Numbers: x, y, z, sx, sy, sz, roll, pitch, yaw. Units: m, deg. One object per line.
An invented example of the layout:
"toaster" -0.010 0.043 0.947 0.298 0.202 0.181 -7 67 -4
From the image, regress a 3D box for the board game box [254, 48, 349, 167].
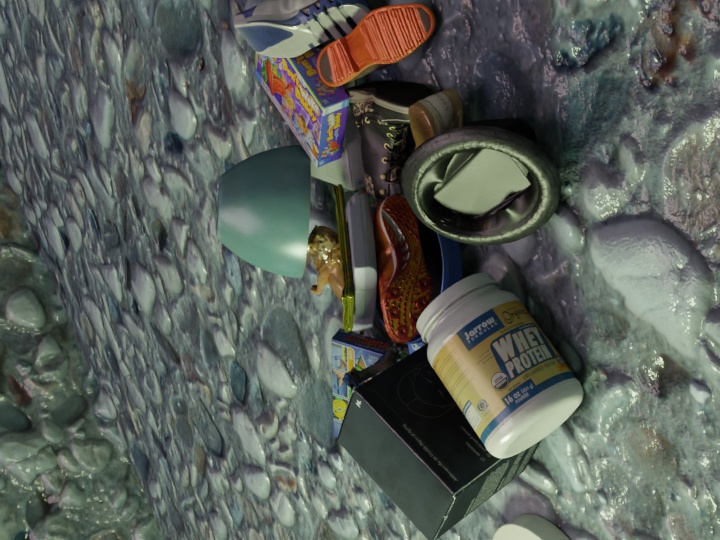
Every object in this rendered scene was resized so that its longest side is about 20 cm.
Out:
"board game box" -0.089 -0.270 1.658 0.201 0.044 0.135 57 157 25

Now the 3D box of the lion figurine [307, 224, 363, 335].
"lion figurine" -0.027 0.028 1.821 0.201 0.072 0.123 52 149 17

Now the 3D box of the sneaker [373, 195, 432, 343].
"sneaker" 0.055 0.001 1.540 0.077 0.072 0.203 123 148 -68

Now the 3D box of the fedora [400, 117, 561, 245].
"fedora" 0.148 -0.122 1.359 0.197 0.092 0.202 11 140 9

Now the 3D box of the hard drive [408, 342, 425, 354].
"hard drive" 0.124 0.201 1.710 0.131 0.025 0.203 27 131 51

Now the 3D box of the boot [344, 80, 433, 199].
"boot" 0.047 -0.175 1.548 0.199 0.072 0.153 23 126 58

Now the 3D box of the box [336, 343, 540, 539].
"box" 0.110 0.218 1.537 0.200 0.195 0.125 44 139 24

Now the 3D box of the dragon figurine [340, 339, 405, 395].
"dragon figurine" 0.027 0.154 1.647 0.059 0.099 0.200 55 180 12

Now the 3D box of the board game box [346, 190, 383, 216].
"board game box" 0.015 -0.019 1.739 0.158 0.039 0.203 -27 84 61

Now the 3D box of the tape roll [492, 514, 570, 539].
"tape roll" 0.262 0.448 1.622 0.202 0.037 0.205 38 138 43

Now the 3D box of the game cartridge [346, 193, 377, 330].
"game cartridge" 0.000 0.000 1.609 0.201 0.040 0.135 94 175 -63

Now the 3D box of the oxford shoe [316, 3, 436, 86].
"oxford shoe" 0.031 -0.305 1.506 0.198 0.072 0.072 -15 95 42

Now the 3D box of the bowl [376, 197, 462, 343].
"bowl" 0.078 0.000 1.592 0.200 0.039 0.204 4 94 61

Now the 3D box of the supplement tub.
"supplement tub" 0.174 0.119 1.448 0.201 0.143 0.145 55 149 22

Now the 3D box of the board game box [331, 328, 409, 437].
"board game box" 0.020 0.199 1.819 0.134 0.034 0.203 16 126 22

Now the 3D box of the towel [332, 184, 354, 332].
"towel" -0.026 -0.019 1.600 0.087 0.018 0.202 93 173 -53

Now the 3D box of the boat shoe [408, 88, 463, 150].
"boat shoe" 0.110 -0.157 1.458 0.074 0.069 0.201 50 167 25

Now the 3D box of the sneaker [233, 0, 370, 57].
"sneaker" -0.069 -0.371 1.571 0.197 0.117 0.081 -7 149 24

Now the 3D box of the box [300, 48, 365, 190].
"box" -0.051 -0.232 1.719 0.144 0.036 0.203 24 127 53

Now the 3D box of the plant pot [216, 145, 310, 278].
"plant pot" -0.151 -0.093 1.730 0.200 0.132 0.204 -177 90 -82
